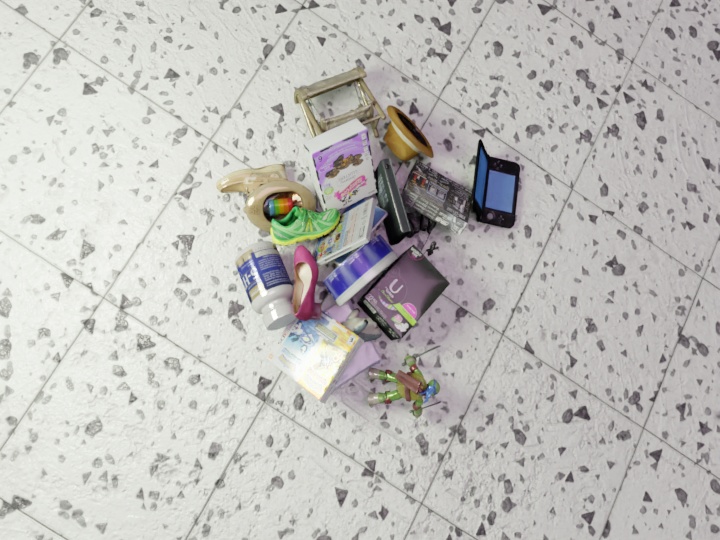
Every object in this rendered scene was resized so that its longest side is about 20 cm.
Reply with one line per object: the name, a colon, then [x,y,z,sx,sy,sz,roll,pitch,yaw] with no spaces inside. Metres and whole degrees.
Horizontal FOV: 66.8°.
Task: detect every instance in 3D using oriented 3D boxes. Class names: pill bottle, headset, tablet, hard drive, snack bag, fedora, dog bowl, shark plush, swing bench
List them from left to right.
pill bottle: [-0.235,0.041,1.395,0.117,0.120,0.204,-22,72,-12]
snack bag: [-0.062,0.203,1.463,0.185,0.021,0.204,-29,86,-13]
swing bench: [-0.061,-0.453,1.524,0.194,0.130,0.205,-24,84,-12]
shark plush: [-0.038,0.187,1.428,0.198,0.090,0.085,-34,116,-19]
tablet: [-0.028,-0.109,1.492,0.129,0.014,0.201,32,73,38]
dog bowl: [0.000,0.000,1.417,0.199,0.200,0.079,-39,87,-13]
hard drive: [0.081,-0.183,1.493,0.032,0.140,0.206,-13,82,-12]
fedora: [0.122,-0.369,1.537,0.081,0.200,0.202,-40,88,23]
headset: [0.165,-0.138,1.522,0.120,0.094,0.205,-13,71,-11]

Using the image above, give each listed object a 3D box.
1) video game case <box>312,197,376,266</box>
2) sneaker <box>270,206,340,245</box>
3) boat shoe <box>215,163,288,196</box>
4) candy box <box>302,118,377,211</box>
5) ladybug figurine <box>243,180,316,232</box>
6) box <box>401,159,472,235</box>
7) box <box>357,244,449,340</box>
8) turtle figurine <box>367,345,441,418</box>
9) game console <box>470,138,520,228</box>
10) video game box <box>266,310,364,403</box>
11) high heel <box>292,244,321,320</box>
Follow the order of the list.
video game case: [-0.046,-0.095,1.419,0.018,0.197,0.146,40,42,-32]
sneaker: [-0.142,-0.128,1.427,0.195,0.074,0.086,-21,119,-18]
boat shoe: [-0.291,-0.235,1.477,0.194,0.071,0.066,-16,82,-13]
candy box: [-0.050,-0.273,1.460,0.164,0.203,0.072,-27,46,-13]
ladybug figurine: [-0.218,-0.174,1.465,0.194,0.072,0.140,-4,108,-19]
box: [0.216,-0.206,1.525,0.196,0.050,0.160,28,43,-4]
box: [0.113,0.061,1.463,0.149,0.124,0.200,45,76,0]
turtle figurine: [0.121,0.308,1.448,0.187,0.201,0.149,-2,109,13]
game console: [0.389,-0.245,1.566,0.170,0.116,0.207,11,79,-7]
video game box: [-0.117,0.200,1.382,0.197,0.047,0.185,30,84,28]
high heel: [-0.151,0.027,1.370,0.066,0.095,0.207,-16,74,27]
